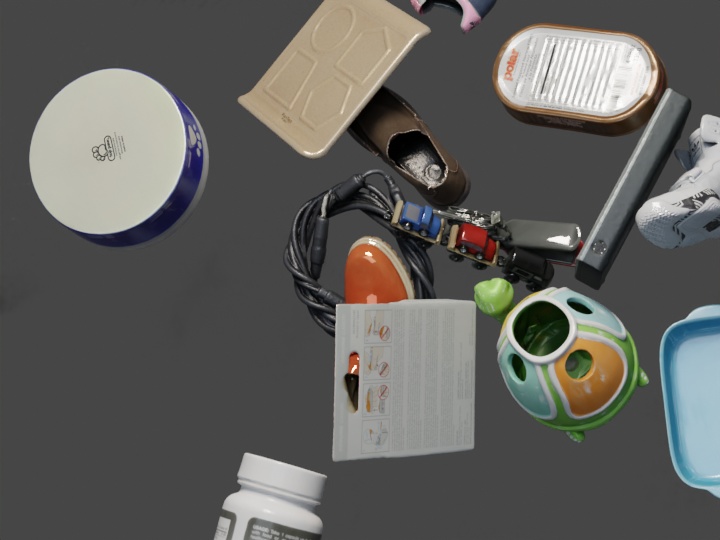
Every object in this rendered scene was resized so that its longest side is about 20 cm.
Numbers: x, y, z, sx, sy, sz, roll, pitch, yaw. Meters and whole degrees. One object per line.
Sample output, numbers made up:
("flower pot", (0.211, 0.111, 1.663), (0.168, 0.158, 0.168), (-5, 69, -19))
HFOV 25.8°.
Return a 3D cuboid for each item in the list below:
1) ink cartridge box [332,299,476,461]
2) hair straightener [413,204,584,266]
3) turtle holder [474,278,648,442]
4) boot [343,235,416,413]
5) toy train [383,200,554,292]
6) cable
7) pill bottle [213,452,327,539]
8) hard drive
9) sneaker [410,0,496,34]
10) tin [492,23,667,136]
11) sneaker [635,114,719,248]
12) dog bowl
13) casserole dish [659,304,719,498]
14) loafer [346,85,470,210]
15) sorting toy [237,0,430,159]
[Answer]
("ink cartridge box", (0.038, 0.112, 1.641), (0.047, 0.198, 0.162), (3, 92, 50))
("hair straightener", (0.147, -0.052, 1.719), (0.198, 0.077, 0.041), (14, 65, 18))
("turtle holder", (0.206, 0.073, 1.643), (0.140, 0.132, 0.187), (-26, 53, 17))
("boot", (0.011, 0.068, 1.673), (0.074, 0.107, 0.203), (-4, 100, 26))
("toy train", (0.119, -0.027, 1.695), (0.198, 0.046, 0.034), (21, 60, -9))
("cable", (0.000, 0.000, 1.744), (0.162, 0.051, 0.202), (-26, 82, 15))
("pill bottle", (-0.104, 0.306, 1.684), (0.112, 0.114, 0.203), (13, 82, 15))
("hard drive", (0.287, -0.082, 1.656), (0.033, 0.140, 0.202), (28, 86, 10))
("sneaker", (0.064, -0.342, 1.800), (0.199, 0.070, 0.083), (28, 83, 19))
("tin", (0.238, -0.212, 1.726), (0.198, 0.042, 0.113), (11, 73, 29))
("sneaker", (0.351, -0.094, 1.646), (0.198, 0.075, 0.116), (-9, 61, -31))
("dog bowl", (-0.282, -0.130, 1.833), (0.197, 0.079, 0.203), (-3, 78, 13))
("casserole dish", (0.379, 0.138, 1.643), (0.119, 0.039, 0.203), (-8, 76, 12))
("loafer", (0.045, -0.153, 1.764), (0.200, 0.071, 0.073), (41, 90, 18))
("sorting toy", (-0.029, -0.226, 1.783), (0.200, 0.036, 0.185), (-47, 41, -2))
